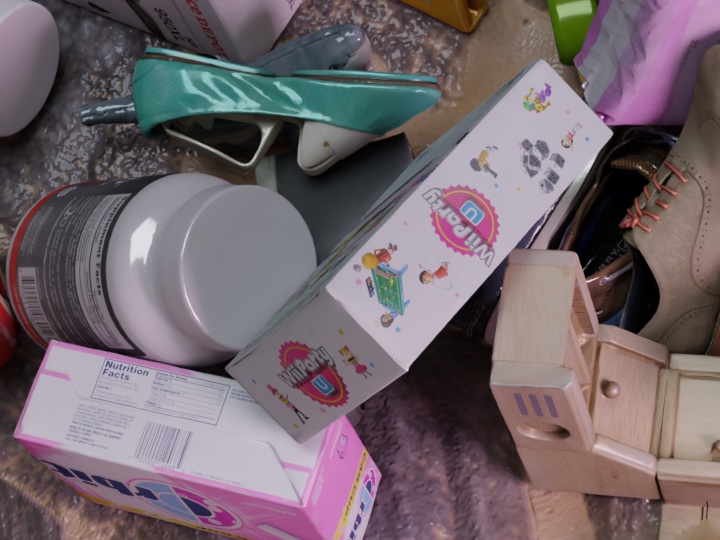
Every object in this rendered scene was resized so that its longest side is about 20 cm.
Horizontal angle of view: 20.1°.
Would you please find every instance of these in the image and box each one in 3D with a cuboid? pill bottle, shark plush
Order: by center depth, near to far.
[{"bbox_3d":[-0.120,0.000,1.221,0.200,0.116,0.116,-1,58,53],"label":"pill bottle"},{"bbox_3d":[-0.086,-0.127,1.341,0.199,0.083,0.091,3,66,16],"label":"shark plush"},{"bbox_3d":[-0.315,-0.166,1.404,0.199,0.114,0.115,20,71,23],"label":"pill bottle"}]

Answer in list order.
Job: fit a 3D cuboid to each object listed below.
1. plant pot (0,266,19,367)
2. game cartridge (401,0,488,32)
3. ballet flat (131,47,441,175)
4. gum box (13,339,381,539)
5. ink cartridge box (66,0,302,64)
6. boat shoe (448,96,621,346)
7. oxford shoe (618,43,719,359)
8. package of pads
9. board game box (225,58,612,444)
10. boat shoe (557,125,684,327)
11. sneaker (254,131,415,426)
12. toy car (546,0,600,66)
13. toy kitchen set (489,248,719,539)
[{"bbox_3d":[-0.325,0.013,1.273,0.182,0.201,0.201,-26,61,-3],"label":"plant pot"},{"bbox_3d":[-0.018,-0.247,1.329,0.200,0.176,0.032,27,73,25],"label":"game cartridge"},{"bbox_3d":[-0.048,-0.095,1.271,0.199,0.067,0.071,6,88,12],"label":"ballet flat"},{"bbox_3d":[-0.100,0.109,1.210,0.199,0.114,0.066,12,68,19],"label":"gum box"},{"bbox_3d":[-0.151,-0.229,1.373,0.199,0.145,0.084,23,73,24],"label":"ink cartridge box"},{"bbox_3d":[0.109,-0.048,1.259,0.062,0.075,0.201,27,83,13],"label":"boat shoe"},{"bbox_3d":[0.188,-0.036,1.159,0.074,0.201,0.070,-2,23,-12],"label":"oxford shoe"},{"bbox_3d":[0.234,-0.145,1.197,0.199,0.121,0.076,0,47,-20],"label":"package of pads"},{"bbox_3d":[0.031,-0.010,1.112,0.064,0.148,0.200,45,59,-3],"label":"board game box"},{"bbox_3d":[0.182,-0.050,1.237,0.072,0.072,0.200,24,73,24],"label":"boat shoe"},{"bbox_3d":[0.000,0.000,1.260,0.106,0.075,0.201,-16,60,7],"label":"sneaker"},{"bbox_3d":[0.180,-0.248,1.250,0.164,0.200,0.158,-12,45,7],"label":"toy car"},{"bbox_3d":[0.179,0.104,1.102,0.199,0.181,0.164,3,66,16],"label":"toy kitchen set"}]
